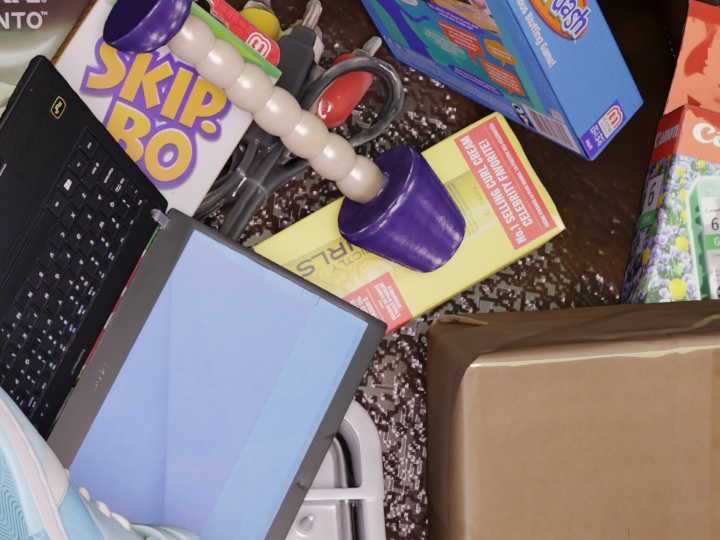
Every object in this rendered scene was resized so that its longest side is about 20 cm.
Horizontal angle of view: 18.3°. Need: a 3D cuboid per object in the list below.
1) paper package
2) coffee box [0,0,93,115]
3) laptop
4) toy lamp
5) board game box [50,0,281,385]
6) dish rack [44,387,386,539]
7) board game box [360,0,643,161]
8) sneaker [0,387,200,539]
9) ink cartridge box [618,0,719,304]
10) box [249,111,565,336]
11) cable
[{"bbox_3d":[0.129,0.123,1.083,0.189,0.103,0.202,-3,100,-8],"label":"paper package"},{"bbox_3d":[-0.182,-0.050,1.085,0.112,0.080,0.202,-3,84,-12],"label":"coffee box"},{"bbox_3d":[-0.100,0.041,0.969,0.103,0.200,0.178,15,68,30],"label":"laptop"},{"bbox_3d":[-0.029,-0.068,1.051,0.200,0.058,0.058,38,78,-27],"label":"toy lamp"},{"bbox_3d":[-0.116,-0.056,1.049,0.095,0.030,0.201,37,67,-18],"label":"board game box"},{"bbox_3d":[-0.072,0.155,1.024,0.170,0.044,0.202,1,70,-14],"label":"dish rack"},{"bbox_3d":[0.039,-0.154,1.052,0.045,0.152,0.200,-47,137,-12],"label":"board game box"},{"bbox_3d":[-0.122,0.109,0.902,0.079,0.130,0.201,-26,92,21],"label":"sneaker"},{"bbox_3d":[0.205,-0.037,1.167,0.108,0.050,0.202,14,82,-7],"label":"ink cartridge box"},{"bbox_3d":[0.000,0.000,1.127,0.199,0.050,0.076,-28,88,-12],"label":"box"},{"bbox_3d":[-0.048,-0.052,1.114,0.096,0.050,0.201,27,72,-1],"label":"cable"}]
